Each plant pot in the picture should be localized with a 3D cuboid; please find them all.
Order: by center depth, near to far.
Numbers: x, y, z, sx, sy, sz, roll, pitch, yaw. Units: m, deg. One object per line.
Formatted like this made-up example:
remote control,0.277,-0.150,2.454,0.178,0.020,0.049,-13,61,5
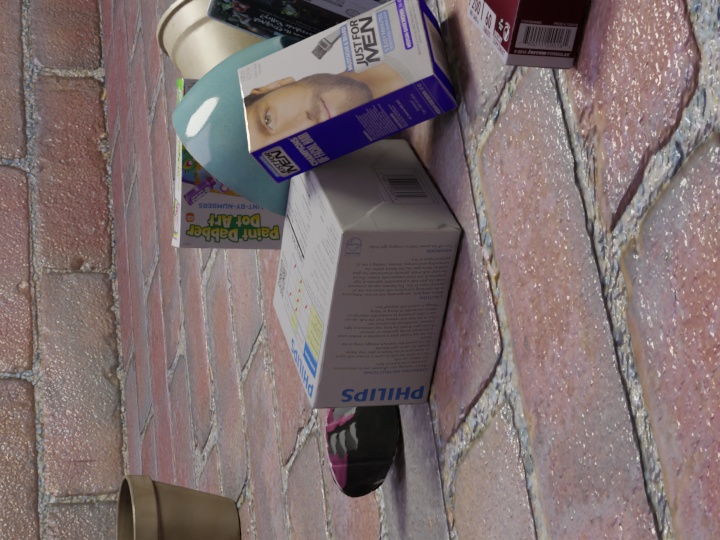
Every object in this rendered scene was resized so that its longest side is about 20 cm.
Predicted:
plant pot,-0.081,-0.169,1.660,0.135,0.199,0.201,-54,32,23
plant pot,-0.140,-0.243,1.974,0.201,0.199,0.185,121,135,-59
plant pot,-0.280,0.414,2.406,0.200,0.172,0.202,-179,90,-74

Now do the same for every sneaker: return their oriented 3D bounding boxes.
sneaker,-0.001,0.151,1.676,0.087,0.079,0.202,96,175,-61

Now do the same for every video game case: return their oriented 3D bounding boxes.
video game case,-0.051,-0.283,1.629,0.182,0.198,0.024,126,162,-62

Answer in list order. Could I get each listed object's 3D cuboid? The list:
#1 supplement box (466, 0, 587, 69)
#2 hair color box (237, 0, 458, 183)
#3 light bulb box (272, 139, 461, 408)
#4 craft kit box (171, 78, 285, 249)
supplement box,0.141,-0.270,1.203,0.109,0.060,0.202,-116,32,-57
hair color box,-0.015,-0.176,1.502,0.065,0.199,0.110,44,-151,-51
light bulb box,0.000,0.000,1.558,0.199,0.124,0.202,-115,30,-55
craft kit box,-0.122,-0.124,1.847,0.048,0.198,0.200,-162,73,-71
